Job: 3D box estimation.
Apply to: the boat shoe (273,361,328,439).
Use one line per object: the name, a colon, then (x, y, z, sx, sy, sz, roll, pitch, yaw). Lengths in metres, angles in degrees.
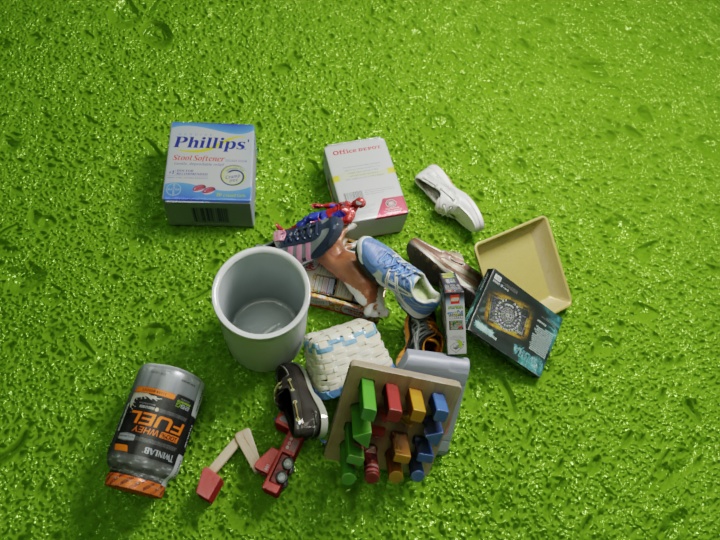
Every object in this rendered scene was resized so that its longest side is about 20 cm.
boat shoe: (-0.119, 0.222, 1.027, 0.060, 0.073, 0.201, 1, 20, -27)

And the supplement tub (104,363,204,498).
supplement tub: (-0.350, 0.272, 0.995, 0.120, 0.123, 0.203, 12, 63, -1)

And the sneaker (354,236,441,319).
sneaker: (0.074, 0.004, 1.096, 0.199, 0.077, 0.076, 41, 60, -10)

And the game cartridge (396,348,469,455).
game cartridge: (0.110, 0.239, 1.043, 0.131, 0.203, 0.041, 9, 21, -3)

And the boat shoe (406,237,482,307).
boat shoe: (0.185, -0.005, 1.237, 0.199, 0.076, 0.072, 39, 61, 2)

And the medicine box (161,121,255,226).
medicine box: (-0.316, -0.205, 1.250, 0.178, 0.103, 0.203, 0, 64, -7)

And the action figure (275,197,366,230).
action figure: (-0.080, -0.106, 1.191, 0.197, 0.052, 0.066, -19, 43, 10)

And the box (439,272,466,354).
box: (0.171, 0.075, 1.099, 0.034, 0.200, 0.112, -3, 100, 5)

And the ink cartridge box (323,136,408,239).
ink cartridge box: (0.007, -0.180, 1.290, 0.142, 0.084, 0.203, -10, 66, -11)

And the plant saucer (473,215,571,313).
plant saucer: (0.329, 0.012, 1.218, 0.197, 0.048, 0.203, -21, 95, -23)

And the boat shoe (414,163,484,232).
boat shoe: (0.195, -0.151, 1.312, 0.069, 0.071, 0.201, -30, 62, -19)

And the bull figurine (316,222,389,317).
bull figurine: (0.000, 0.000, 1.158, 0.200, 0.065, 0.121, 42, 63, 11)

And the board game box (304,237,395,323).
board game box: (-0.040, 0.008, 1.211, 0.196, 0.046, 0.154, 15, 63, 0)

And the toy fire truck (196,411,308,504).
toy fire truck: (-0.183, 0.326, 1.031, 0.139, 0.049, 0.202, 22, 60, 7)

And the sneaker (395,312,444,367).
sneaker: (0.127, 0.135, 1.120, 0.078, 0.077, 0.201, 44, 35, -21)

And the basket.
basket: (-0.015, 0.199, 1.078, 0.173, 0.139, 0.204, -14, 93, -19)

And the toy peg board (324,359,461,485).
toy peg board: (0.055, 0.278, 0.982, 0.196, 0.203, 0.098, 13, 24, -8)

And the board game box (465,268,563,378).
board game box: (0.303, 0.106, 1.160, 0.199, 0.028, 0.137, 34, 74, -18)

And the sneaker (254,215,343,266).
sneaker: (-0.124, -0.056, 1.138, 0.082, 0.198, 0.071, 37, 34, -36)

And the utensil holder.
utensil holder: (-0.178, 0.079, 1.071, 0.167, 0.201, 0.173, 3, 63, -6)
